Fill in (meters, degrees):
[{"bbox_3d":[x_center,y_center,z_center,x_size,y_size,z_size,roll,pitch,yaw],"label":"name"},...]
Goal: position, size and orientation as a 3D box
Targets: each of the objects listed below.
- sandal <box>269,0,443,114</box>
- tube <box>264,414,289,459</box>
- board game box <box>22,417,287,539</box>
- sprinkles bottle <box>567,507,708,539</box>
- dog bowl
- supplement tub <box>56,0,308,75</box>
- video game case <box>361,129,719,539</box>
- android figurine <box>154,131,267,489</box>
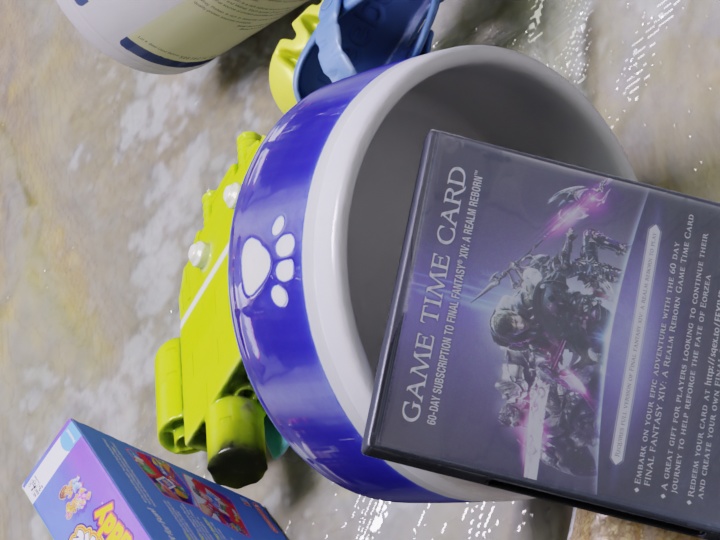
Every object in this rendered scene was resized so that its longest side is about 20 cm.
[{"bbox_3d":[0.026,-0.155,1.342,0.201,0.079,0.087,-67,19,7],"label":"sandal"},{"bbox_3d":[0.000,0.000,1.350,0.200,0.050,0.078,-57,23,15],"label":"tube"},{"bbox_3d":[-0.067,0.161,1.254,0.045,0.134,0.200,-54,38,10],"label":"board game box"},{"bbox_3d":[0.125,0.098,1.126,0.068,0.068,0.201,-8,63,46],"label":"sprinkles bottle"},{"bbox_3d":[0.040,0.004,1.172,0.079,0.200,0.201,-9,62,48],"label":"dog bowl"},{"bbox_3d":[-0.070,-0.209,1.461,0.200,0.145,0.146,-26,50,40],"label":"supplement tub"},{"bbox_3d":[0.110,0.032,1.097,0.019,0.199,0.144,118,165,-70],"label":"video game case"},{"bbox_3d":[-0.059,0.011,1.373,0.182,0.041,0.201,-56,28,37],"label":"android figurine"}]
